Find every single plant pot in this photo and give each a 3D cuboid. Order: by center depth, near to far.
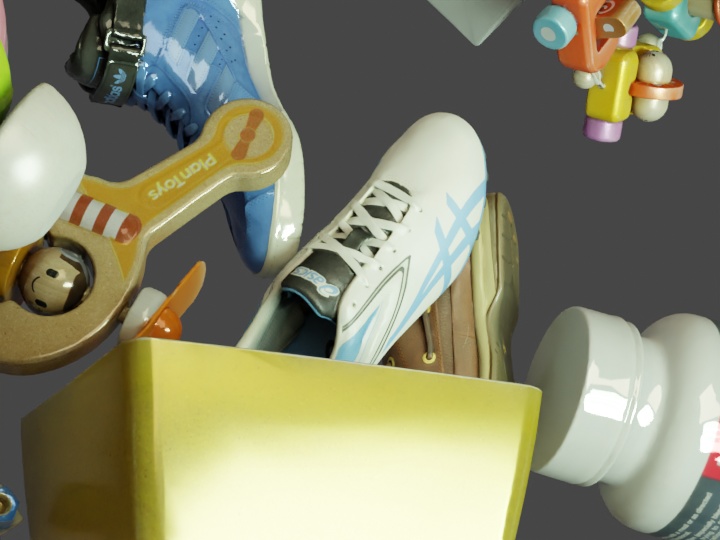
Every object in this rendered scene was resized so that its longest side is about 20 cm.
[{"bbox_3d":[-0.044,0.148,1.205,0.199,0.200,0.177,7,74,-21],"label":"plant pot"}]

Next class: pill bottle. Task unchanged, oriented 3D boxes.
[{"bbox_3d":[0.191,0.090,1.375,0.199,0.120,0.120,16,59,-15],"label":"pill bottle"}]

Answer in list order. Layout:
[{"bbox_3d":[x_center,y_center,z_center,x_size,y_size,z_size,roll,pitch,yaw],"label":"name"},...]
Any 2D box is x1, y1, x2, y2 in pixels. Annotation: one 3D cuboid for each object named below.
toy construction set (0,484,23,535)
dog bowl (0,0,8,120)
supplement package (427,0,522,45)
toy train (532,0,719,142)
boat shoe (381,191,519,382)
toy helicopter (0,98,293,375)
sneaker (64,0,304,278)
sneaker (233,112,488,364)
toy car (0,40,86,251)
[{"bbox_3d":[-0.249,0.142,1.174,0.131,0.092,0.200,34,45,-5],"label":"toy construction set"},{"bbox_3d":[-0.267,-0.117,1.303,0.199,0.074,0.201,10,61,-19],"label":"dog bowl"},{"bbox_3d":[0.104,-0.248,1.515,0.114,0.110,0.200,43,56,1],"label":"supplement package"},{"bbox_3d":[0.170,-0.156,1.477,0.055,0.151,0.200,18,46,27],"label":"toy train"},{"bbox_3d":[0.046,0.055,1.366,0.067,0.072,0.201,-3,65,12],"label":"boat shoe"},{"bbox_3d":[-0.112,-0.016,1.277,0.200,0.079,0.132,-34,66,-18],"label":"toy helicopter"},{"bbox_3d":[-0.099,-0.087,1.363,0.111,0.077,0.201,-4,72,-21],"label":"sneaker"},{"bbox_3d":[0.000,0.000,1.326,0.072,0.073,0.200,29,76,24],"label":"sneaker"},{"bbox_3d":[-0.235,-0.037,1.152,0.175,0.200,0.150,34,12,2],"label":"toy car"}]
